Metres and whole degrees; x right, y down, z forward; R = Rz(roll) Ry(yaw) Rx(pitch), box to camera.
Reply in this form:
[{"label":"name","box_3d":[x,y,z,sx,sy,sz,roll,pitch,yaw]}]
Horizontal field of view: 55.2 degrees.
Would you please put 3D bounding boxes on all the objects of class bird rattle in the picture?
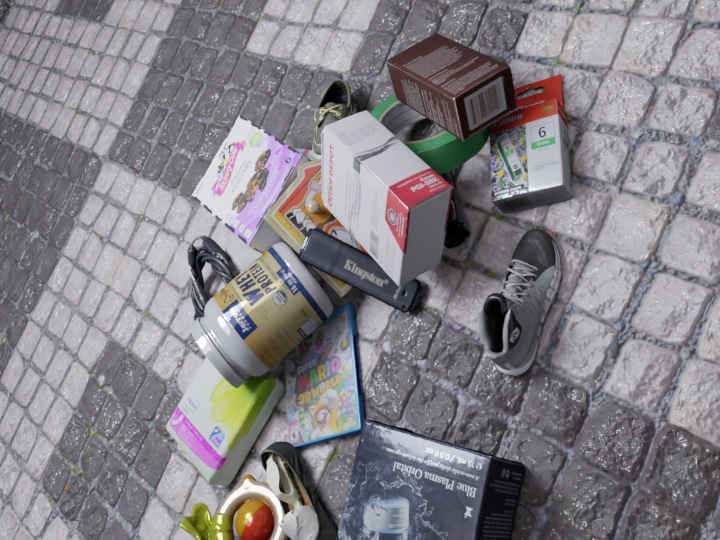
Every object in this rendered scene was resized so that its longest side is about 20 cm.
[{"label":"bird rattle","box_3d":[-0.173,0.406,1.045,0.197,0.113,0.165,25,71,36]}]

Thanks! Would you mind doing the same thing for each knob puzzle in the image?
[{"label":"knob puzzle","box_3d":[-0.025,-0.093,1.084,0.030,0.214,0.226,-14,58,69]}]

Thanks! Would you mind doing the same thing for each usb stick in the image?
[{"label":"usb stick","box_3d":[0.000,0.000,1.040,0.196,0.033,0.057,27,81,-3]}]

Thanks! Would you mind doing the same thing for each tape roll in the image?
[{"label":"tape roll","box_3d":[0.101,-0.219,1.060,0.194,0.049,0.204,-13,40,11]}]

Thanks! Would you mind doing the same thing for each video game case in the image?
[{"label":"video game case","box_3d":[-0.062,0.169,1.103,0.140,0.018,0.206,-21,61,29]}]

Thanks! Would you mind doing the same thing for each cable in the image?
[{"label":"cable","box_3d":[-0.267,0.042,1.247,0.199,0.050,0.167,39,123,40]}]

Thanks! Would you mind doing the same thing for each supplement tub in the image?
[{"label":"supplement tub","box_3d":[-0.155,0.071,1.082,0.199,0.145,0.144,-40,52,-7]}]

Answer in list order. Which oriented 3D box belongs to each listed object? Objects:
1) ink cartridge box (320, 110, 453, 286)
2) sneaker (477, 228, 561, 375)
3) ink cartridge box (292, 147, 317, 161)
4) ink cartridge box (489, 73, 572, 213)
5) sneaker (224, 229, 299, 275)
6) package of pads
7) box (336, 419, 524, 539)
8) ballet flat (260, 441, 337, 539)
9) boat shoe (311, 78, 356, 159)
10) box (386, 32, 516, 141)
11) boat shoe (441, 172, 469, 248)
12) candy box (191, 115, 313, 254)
[{"label":"ink cartridge box","box_3d":[0.031,-0.105,0.967,0.081,0.149,0.200,-26,55,-24]},{"label":"sneaker","box_3d":[0.206,0.029,0.902,0.073,0.115,0.206,5,76,36]},{"label":"ink cartridge box","box_3d":[-0.086,-0.126,1.193,0.196,0.084,0.148,14,81,39]},{"label":"ink cartridge box","box_3d":[0.244,-0.195,1.003,0.106,0.050,0.206,-11,67,32]},{"label":"sneaker","box_3d":[-0.181,-0.014,1.234,0.198,0.077,0.102,28,97,47]},{"label":"package of pads","box_3d":[-0.231,0.231,1.169,0.153,0.068,0.203,34,92,38]},{"label":"box","box_3d":[0.084,0.318,0.878,0.192,0.117,0.206,6,77,37]},{"label":"ballet flat","box_3d":[-0.099,0.347,1.018,0.068,0.068,0.202,-44,58,17]},{"label":"boat shoe","box_3d":[-0.048,-0.259,1.175,0.070,0.062,0.204,-4,38,13]},{"label":"box","box_3d":[0.129,-0.274,1.014,0.098,0.076,0.200,-30,41,-9]},{"label":"boat shoe","box_3d":[0.100,-0.135,1.056,0.074,0.092,0.203,-36,55,18]},{"label":"candy box","box_3d":[-0.176,-0.144,1.165,0.199,0.071,0.170,35,95,39]}]
